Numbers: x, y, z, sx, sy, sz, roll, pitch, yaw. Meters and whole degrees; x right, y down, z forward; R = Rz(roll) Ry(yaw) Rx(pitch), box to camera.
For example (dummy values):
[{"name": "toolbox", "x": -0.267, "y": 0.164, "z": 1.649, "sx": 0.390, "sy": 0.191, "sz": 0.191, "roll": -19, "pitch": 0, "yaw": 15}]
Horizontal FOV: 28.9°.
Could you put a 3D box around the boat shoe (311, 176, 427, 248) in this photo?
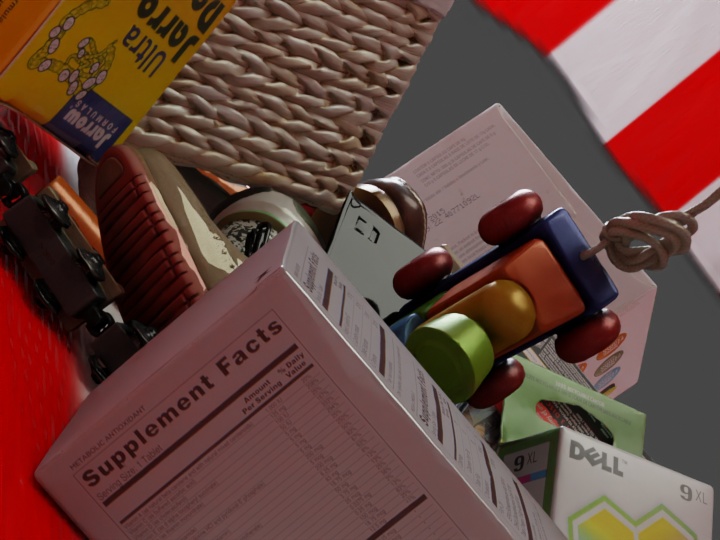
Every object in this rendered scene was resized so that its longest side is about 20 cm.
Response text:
[{"name": "boat shoe", "x": 0.000, "y": 0.000, "z": 0.893, "sx": 0.071, "sy": 0.070, "sz": 0.200, "roll": 57, "pitch": -33, "yaw": 14}]

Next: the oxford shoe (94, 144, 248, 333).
[{"name": "oxford shoe", "x": -0.051, "y": 0.029, "z": 0.621, "sx": 0.071, "sy": 0.074, "sz": 0.201, "roll": -29, "pitch": -91, "yaw": 56}]

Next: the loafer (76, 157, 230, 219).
[{"name": "loafer", "x": -0.089, "y": -0.017, "z": 0.829, "sx": 0.200, "sy": 0.070, "sz": 0.070, "roll": 46, "pitch": 15, "yaw": -41}]

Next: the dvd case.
[{"name": "dvd case", "x": 0.083, "y": 0.138, "z": 0.730, "sx": 0.146, "sy": 0.200, "sz": 0.022, "roll": 50, "pitch": -39, "yaw": -8}]

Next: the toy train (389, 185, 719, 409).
[{"name": "toy train", "x": 0.067, "y": 0.018, "z": 0.635, "sx": 0.116, "sy": 0.200, "sz": 0.085, "roll": -34, "pitch": 90, "yaw": -43}]

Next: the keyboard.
[{"name": "keyboard", "x": -0.024, "y": 0.037, "z": 0.701, "sx": 0.127, "sy": 0.021, "sz": 0.200, "roll": 37, "pitch": 44, "yaw": -18}]

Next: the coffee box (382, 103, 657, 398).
[{"name": "coffee box", "x": 0.092, "y": 0.035, "z": 1.116, "sx": 0.200, "sy": 0.199, "sz": 0.198, "roll": 52, "pitch": -11, "yaw": 24}]

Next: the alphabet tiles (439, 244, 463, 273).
[{"name": "alphabet tiles", "x": 0.052, "y": 0.088, "z": 0.933, "sx": 0.006, "sy": 0.167, "sz": 0.200, "roll": -8, "pitch": 52, "yaw": -43}]

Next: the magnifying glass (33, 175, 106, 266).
[{"name": "magnifying glass", "x": -0.094, "y": 0.035, "z": 0.707, "sx": 0.200, "sy": 0.022, "sz": 0.080, "roll": 52, "pitch": 4, "yaw": -12}]

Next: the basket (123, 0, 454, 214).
[{"name": "basket", "x": -0.088, "y": -0.155, "z": 0.803, "sx": 0.199, "sy": 0.161, "sz": 0.198, "roll": 15, "pitch": 15, "yaw": -40}]

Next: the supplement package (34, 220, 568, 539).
[{"name": "supplement package", "x": -0.002, "y": 0.097, "z": 0.508, "sx": 0.200, "sy": 0.114, "sz": 0.110, "roll": 51, "pitch": 6, "yaw": -8}]

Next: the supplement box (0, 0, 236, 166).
[{"name": "supplement box", "x": -0.172, "y": -0.158, "z": 0.630, "sx": 0.200, "sy": 0.110, "sz": 0.109, "roll": 40, "pitch": 0, "yaw": 19}]

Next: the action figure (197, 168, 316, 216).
[{"name": "action figure", "x": -0.091, "y": -0.028, "z": 0.973, "sx": 0.199, "sy": 0.105, "sz": 0.194, "roll": 19, "pitch": -20, "yaw": 31}]

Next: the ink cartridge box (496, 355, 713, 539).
[{"name": "ink cartridge box", "x": 0.119, "y": 0.142, "z": 0.700, "sx": 0.104, "sy": 0.059, "sz": 0.201, "roll": 23, "pitch": 61, "yaw": -25}]

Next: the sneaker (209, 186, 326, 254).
[{"name": "sneaker", "x": -0.032, "y": 0.057, "z": 0.751, "sx": 0.200, "sy": 0.077, "sz": 0.089, "roll": 56, "pitch": 28, "yaw": -7}]

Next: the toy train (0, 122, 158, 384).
[{"name": "toy train", "x": -0.129, "y": -0.008, "z": 0.596, "sx": 0.200, "sy": 0.034, "sz": 0.046, "roll": 52, "pitch": 1, "yaw": 10}]
